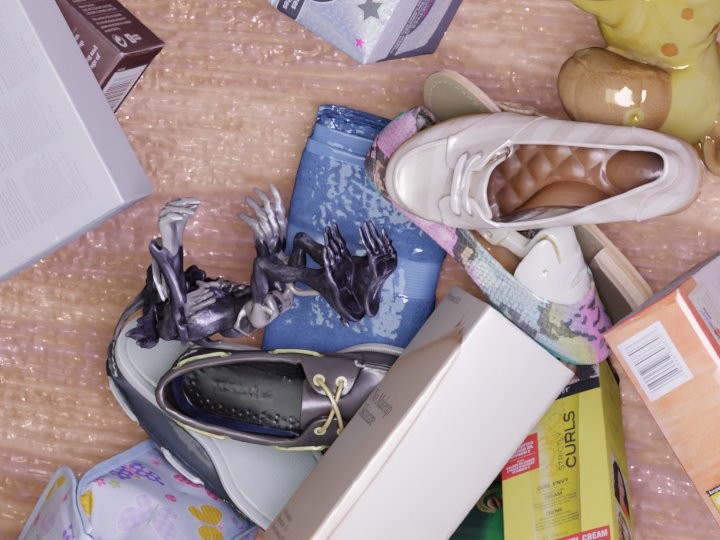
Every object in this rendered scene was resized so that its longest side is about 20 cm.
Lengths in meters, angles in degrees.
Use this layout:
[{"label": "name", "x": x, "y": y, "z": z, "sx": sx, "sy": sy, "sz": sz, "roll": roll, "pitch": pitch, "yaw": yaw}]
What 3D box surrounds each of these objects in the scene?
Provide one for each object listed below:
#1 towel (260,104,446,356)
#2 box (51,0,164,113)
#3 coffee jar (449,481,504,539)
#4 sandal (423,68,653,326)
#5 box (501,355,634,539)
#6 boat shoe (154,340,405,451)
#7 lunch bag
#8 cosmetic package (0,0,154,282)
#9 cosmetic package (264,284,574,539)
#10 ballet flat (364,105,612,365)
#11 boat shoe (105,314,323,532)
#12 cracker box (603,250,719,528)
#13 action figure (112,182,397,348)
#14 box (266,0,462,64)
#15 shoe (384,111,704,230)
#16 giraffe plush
[{"label": "towel", "x": 0.000, "y": 0.000, "z": 1.569, "sx": 0.111, "sy": 0.048, "sz": 0.202, "roll": 18, "pitch": 104, "yaw": 17}, {"label": "box", "x": -0.242, "y": -0.177, "z": 1.618, "sx": 0.200, "sy": 0.075, "sz": 0.100, "roll": 42, "pitch": 112, "yaw": 8}, {"label": "coffee jar", "x": 0.069, "y": 0.184, "z": 1.541, "sx": 0.198, "sy": 0.105, "sz": 0.086, "roll": -3, "pitch": 122, "yaw": 21}, {"label": "sandal", "x": 0.126, "y": -0.059, "z": 1.509, "sx": 0.212, "sy": 0.070, "sz": 0.077, "roll": 51, "pitch": 152, "yaw": -10}, {"label": "box", "x": 0.126, "y": 0.130, "z": 1.463, "sx": 0.075, "sy": 0.201, "sz": 0.050, "roll": -18, "pitch": 128, "yaw": 17}, {"label": "boat shoe", "x": -0.033, "y": 0.085, "z": 1.533, "sx": 0.199, "sy": 0.061, "sz": 0.072, "roll": 3, "pitch": 101, "yaw": 14}, {"label": "lunch bag", "x": -0.177, "y": 0.217, "z": 1.591, "sx": 0.127, "sy": 0.200, "sz": 0.170, "roll": 34, "pitch": 110, "yaw": 12}, {"label": "cosmetic package", "x": -0.247, "y": -0.103, "z": 1.568, "sx": 0.150, "sy": 0.052, "sz": 0.201, "roll": -27, "pitch": 90, "yaw": 23}, {"label": "cosmetic package", "x": 0.033, "y": 0.114, "z": 1.453, "sx": 0.073, "sy": 0.104, "sz": 0.201, "roll": 37, "pitch": 88, "yaw": -13}, {"label": "ballet flat", "x": 0.089, "y": -0.025, "z": 1.472, "sx": 0.200, "sy": 0.069, "sz": 0.071, "roll": 43, "pitch": 133, "yaw": 6}, {"label": "boat shoe", "x": -0.093, "y": 0.114, "z": 1.618, "sx": 0.200, "sy": 0.075, "sz": 0.060, "roll": 49, "pitch": 151, "yaw": 4}, {"label": "cracker box", "x": 0.223, "y": 0.063, "z": 1.411, "sx": 0.057, "sy": 0.200, "sz": 0.135, "roll": -32, "pitch": 87, "yaw": 23}, {"label": "action figure", "x": -0.078, "y": -0.003, "z": 1.514, "sx": 0.199, "sy": 0.119, "sz": 0.103, "roll": -6, "pitch": 98, "yaw": 33}, {"label": "box", "x": 0.028, "y": -0.242, "z": 1.471, "sx": 0.114, "sy": 0.132, "sz": 0.201, "roll": 33, "pitch": 109, "yaw": 14}, {"label": "shoe", "x": 0.101, "y": -0.059, "z": 1.404, "sx": 0.198, "sy": 0.053, "sz": 0.071, "roll": -1, "pitch": 94, "yaw": 24}, {"label": "giraffe plush", "x": 0.172, "y": -0.145, "z": 1.441, "sx": 0.198, "sy": 0.173, "sz": 0.164, "roll": 0, "pitch": 114, "yaw": -15}]
